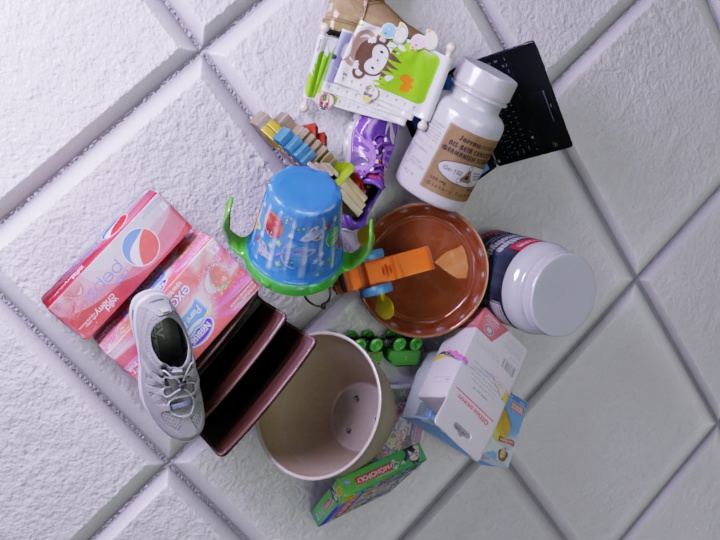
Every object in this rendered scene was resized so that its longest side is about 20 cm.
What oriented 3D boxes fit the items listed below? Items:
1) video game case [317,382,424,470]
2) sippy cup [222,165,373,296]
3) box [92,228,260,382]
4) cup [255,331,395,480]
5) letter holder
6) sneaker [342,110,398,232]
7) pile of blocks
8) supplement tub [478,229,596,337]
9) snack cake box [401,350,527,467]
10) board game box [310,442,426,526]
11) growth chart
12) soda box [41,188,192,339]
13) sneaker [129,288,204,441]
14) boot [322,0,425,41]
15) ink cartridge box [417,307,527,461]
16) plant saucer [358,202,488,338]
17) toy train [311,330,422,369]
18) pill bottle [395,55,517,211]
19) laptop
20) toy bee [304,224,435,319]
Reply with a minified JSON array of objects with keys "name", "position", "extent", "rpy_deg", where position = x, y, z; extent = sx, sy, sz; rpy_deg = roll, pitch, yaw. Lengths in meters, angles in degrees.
[{"name":"video game case","position":[0.015,0.246,1.426],"extent":[0.198,0.018,0.145],"rpy_deg":[4,99,-29]},{"name":"sippy cup","position":[-0.079,-0.059,1.188],"extent":[0.177,0.140,0.131],"rpy_deg":[-19,144,-30]},{"name":"box","position":[-0.242,0.055,1.205],"extent":[0.200,0.094,0.103],"rpy_deg":[-48,118,-11]},{"name":"cup","position":[-0.028,0.199,1.292],"extent":[0.143,0.199,0.202],"rpy_deg":[28,86,-58]},{"name":"letter holder","position":[-0.172,0.130,1.230],"extent":[0.200,0.142,0.101],"rpy_deg":[-50,118,-10]},{"name":"sneaker","position":[0.017,-0.149,1.310],"extent":[0.080,0.083,0.202],"rpy_deg":[15,92,-29]},{"name":"pile of blocks","position":[-0.058,-0.159,1.237],"extent":[0.200,0.082,0.062],"rpy_deg":[42,80,2]},{"name":"supplement tub","position":[0.248,0.018,1.400],"extent":[0.139,0.200,0.142],"rpy_deg":[-6,103,-27]},{"name":"snack cake box","position":[0.169,0.223,1.456],"extent":[0.199,0.067,0.116],"rpy_deg":[34,65,-32]},{"name":"board game box","position":[0.008,0.319,1.349],"extent":[0.134,0.200,0.029],"rpy_deg":[-21,71,-23]},{"name":"growth chart","position":[0.023,-0.272,1.257],"extent":[0.198,0.018,0.146],"rpy_deg":[10,112,-2]},{"name":"soda box","position":[-0.313,-0.010,1.172],"extent":[0.200,0.063,0.070],"rpy_deg":[-49,118,-11]},{"name":"sneaker","position":[-0.236,0.127,1.121],"extent":[0.074,0.082,0.202],"rpy_deg":[-22,111,-22]},{"name":"boot","position":[0.038,-0.416,1.276],"extent":[0.174,0.066,0.202],"rpy_deg":[10,95,-27]},{"name":"ink cartridge box","position":[0.162,0.171,1.370],"extent":[0.116,0.067,0.201],"rpy_deg":[44,60,-26]},{"name":"plant saucer","position":[0.092,-0.001,1.365],"extent":[0.198,0.032,0.203],"rpy_deg":[0,96,2]},{"name":"toy train","position":[0.006,0.122,1.385],"extent":[0.198,0.042,0.057],"rpy_deg":[0,111,-28]},{"name":"pill bottle","position":[0.141,-0.197,1.315],"extent":[0.114,0.115,0.201],"rpy_deg":[14,114,-29]},{"name":"laptop","position":[0.191,-0.219,1.376],"extent":[0.178,0.198,0.104],"rpy_deg":[63,34,-23]},{"name":"toy bee","position":[0.000,0.000,1.315],"extent":[0.198,0.109,0.132],"rpy_deg":[8,83,-20]}]
